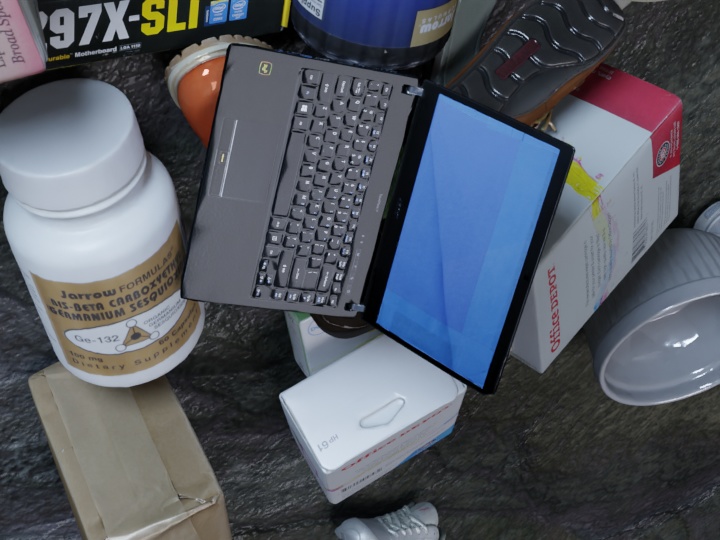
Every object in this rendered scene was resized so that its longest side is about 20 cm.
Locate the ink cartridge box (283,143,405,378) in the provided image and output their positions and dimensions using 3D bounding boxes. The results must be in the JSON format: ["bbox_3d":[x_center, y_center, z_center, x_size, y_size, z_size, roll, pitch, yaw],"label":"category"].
[{"bbox_3d":[0.000,0.000,1.021,0.145,0.048,0.201,-26,145,-14],"label":"ink cartridge box"}]

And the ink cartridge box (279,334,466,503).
[{"bbox_3d":[0.012,0.132,1.086,0.144,0.085,0.200,-30,165,-9],"label":"ink cartridge box"}]

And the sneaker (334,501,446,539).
[{"bbox_3d":[0.041,0.301,1.366,0.099,0.078,0.200,-47,152,2],"label":"sneaker"}]

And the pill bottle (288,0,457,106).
[{"bbox_3d":[0.013,-0.201,0.758,0.111,0.112,0.201,-15,137,-27],"label":"pill bottle"}]

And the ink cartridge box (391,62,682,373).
[{"bbox_3d":[0.145,-0.054,0.957,0.200,0.144,0.146,-46,148,-21],"label":"ink cartridge box"}]

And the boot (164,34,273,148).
[{"bbox_3d":[-0.063,-0.078,0.804,0.075,0.108,0.200,-25,153,8],"label":"boot"}]

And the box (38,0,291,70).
[{"bbox_3d":[-0.130,-0.205,0.690,0.199,0.049,0.160,-15,140,-28],"label":"box"}]

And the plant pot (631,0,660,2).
[{"bbox_3d":[0.179,-0.277,0.736,0.186,0.188,0.201,-29,137,-11],"label":"plant pot"}]

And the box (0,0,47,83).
[{"bbox_3d":[-0.263,-0.146,0.551,0.198,0.109,0.128,-16,138,-5],"label":"box"}]

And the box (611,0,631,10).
[{"bbox_3d":[0.241,-0.296,0.884,0.200,0.069,0.082,-39,143,2],"label":"box"}]

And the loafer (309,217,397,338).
[{"bbox_3d":[0.041,-0.011,0.835,0.199,0.073,0.071,-33,163,16],"label":"loafer"}]

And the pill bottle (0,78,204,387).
[{"bbox_3d":[-0.174,-0.023,0.792,0.114,0.115,0.201,-25,142,-16],"label":"pill bottle"}]

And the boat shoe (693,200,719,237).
[{"bbox_3d":[0.428,-0.001,1.357,0.072,0.069,0.201,-30,143,-10],"label":"boat shoe"}]

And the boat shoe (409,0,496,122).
[{"bbox_3d":[0.059,-0.185,0.858,0.075,0.060,0.201,-31,146,-44],"label":"boat shoe"}]

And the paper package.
[{"bbox_3d":[-0.177,0.183,0.947,0.103,0.191,0.201,-21,140,-17],"label":"paper package"}]

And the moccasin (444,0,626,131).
[{"bbox_3d":[0.117,-0.134,0.868,0.201,0.074,0.078,-47,171,-18],"label":"moccasin"}]

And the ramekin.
[{"bbox_3d":[0.330,0.046,1.264,0.198,0.106,0.201,-11,142,-8],"label":"ramekin"}]

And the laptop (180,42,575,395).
[{"bbox_3d":[0.002,-0.028,0.742,0.198,0.103,0.179,7,114,-18],"label":"laptop"}]
